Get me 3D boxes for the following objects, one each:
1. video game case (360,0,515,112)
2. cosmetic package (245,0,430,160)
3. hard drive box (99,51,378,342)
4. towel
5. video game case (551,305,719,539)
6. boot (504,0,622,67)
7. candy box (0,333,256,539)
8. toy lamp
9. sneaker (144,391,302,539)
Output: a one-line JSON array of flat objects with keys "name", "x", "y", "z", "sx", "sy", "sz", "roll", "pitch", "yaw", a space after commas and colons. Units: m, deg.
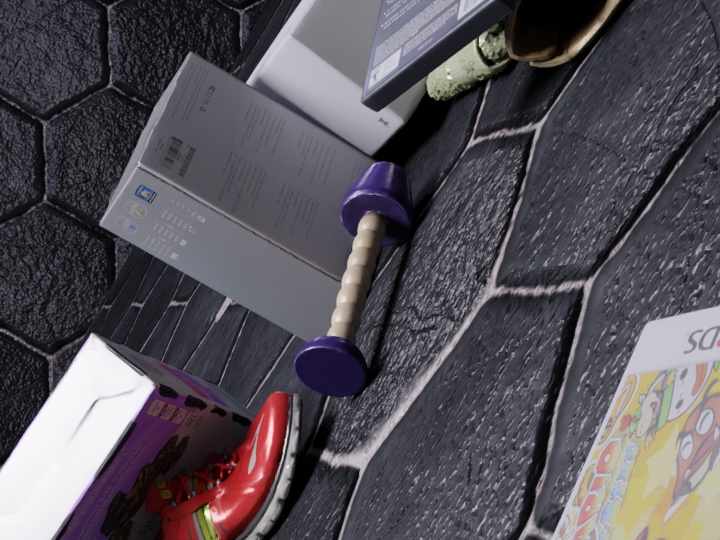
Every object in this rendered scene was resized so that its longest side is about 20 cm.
[{"name": "video game case", "x": 0.062, "y": -0.216, "z": 1.126, "sx": 0.143, "sy": 0.019, "sz": 0.201, "roll": -33, "pitch": 36, "yaw": 46}, {"name": "cosmetic package", "x": -0.004, "y": -0.188, "z": 1.439, "sx": 0.201, "sy": 0.123, "sz": 0.199, "roll": -61, "pitch": 10, "yaw": -29}, {"name": "hard drive box", "x": -0.083, "y": -0.056, "z": 1.323, "sx": 0.077, "sy": 0.199, "sz": 0.156, "roll": -50, "pitch": 15, "yaw": 40}, {"name": "towel", "x": 0.117, "y": -0.227, "z": 1.294, "sx": 0.201, "sy": 0.036, "sz": 0.148, "roll": -63, "pitch": 11, "yaw": -12}, {"name": "video game case", "x": 0.112, "y": 0.099, "z": 0.594, "sx": 0.201, "sy": 0.023, "sz": 0.182, "roll": -64, "pitch": 12, "yaw": -15}, {"name": "boot", "x": 0.101, "y": -0.188, "z": 1.125, "sx": 0.199, "sy": 0.073, "sz": 0.156, "roll": -26, "pitch": 33, "yaw": 33}, {"name": "candy box", "x": -0.171, "y": 0.152, "z": 1.241, "sx": 0.168, "sy": 0.071, "sz": 0.200, "roll": -57, "pitch": -26, "yaw": 1}, {"name": "toy lamp", "x": 0.000, "y": 0.000, "z": 1.202, "sx": 0.058, "sy": 0.058, "sz": 0.201, "roll": -48, "pitch": 18, "yaw": 45}, {"name": "sneaker", "x": -0.108, "y": 0.164, "z": 1.187, "sx": 0.201, "sy": 0.085, "sz": 0.077, "roll": -57, "pitch": 14, "yaw": 17}]
